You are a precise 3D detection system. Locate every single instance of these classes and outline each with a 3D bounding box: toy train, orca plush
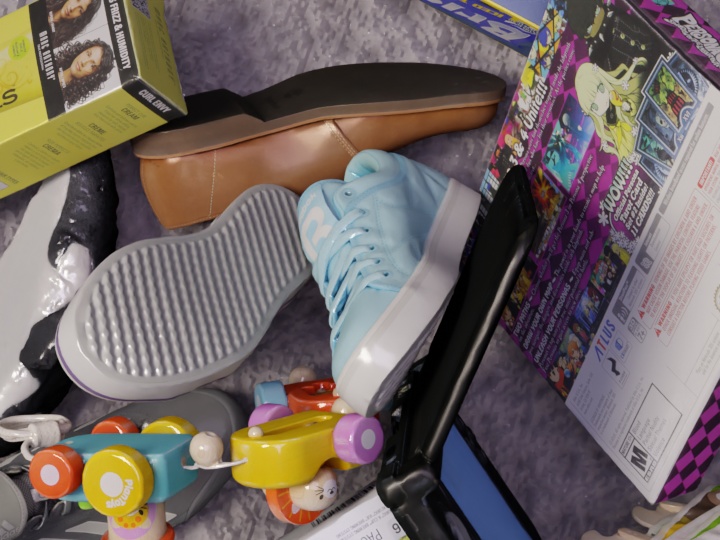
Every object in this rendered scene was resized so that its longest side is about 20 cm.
[{"bbox_3d":[-0.065,0.090,0.821,0.200,0.150,0.056,-8,97,-20],"label":"toy train"},{"bbox_3d":[-0.155,0.007,0.911,0.105,0.071,0.200,-9,67,42],"label":"orca plush"}]

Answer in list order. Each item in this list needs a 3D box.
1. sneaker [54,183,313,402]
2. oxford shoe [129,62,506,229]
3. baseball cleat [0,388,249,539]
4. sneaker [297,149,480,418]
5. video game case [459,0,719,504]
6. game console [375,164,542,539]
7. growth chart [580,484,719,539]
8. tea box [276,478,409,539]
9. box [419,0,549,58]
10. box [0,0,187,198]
[{"bbox_3d":[-0.097,0.034,0.832,0.114,0.200,0.073,-40,86,30],"label":"sneaker"},{"bbox_3d":[-0.019,-0.066,0.918,0.200,0.071,0.071,-12,112,-4],"label":"oxford shoe"},{"bbox_3d":[-0.147,0.113,0.862,0.200,0.106,0.070,-27,79,-6],"label":"baseball cleat"},{"bbox_3d":[0.000,0.000,0.814,0.082,0.200,0.074,27,114,-1],"label":"sneaker"},{"bbox_3d":[0.129,-0.022,0.815,0.036,0.200,0.181,-12,46,-32],"label":"video game case"},{"bbox_3d":[0.074,0.065,0.777,0.116,0.200,0.176,-33,96,9],"label":"game console"},{"bbox_3d":[0.201,0.129,0.829,0.200,0.145,0.018,-15,109,-40],"label":"growth chart"},{"bbox_3d":[-0.013,0.228,0.836,0.200,0.134,0.197,-32,85,-5],"label":"tea box"},{"bbox_3d":[0.039,-0.182,0.921,0.200,0.070,0.064,28,85,3],"label":"box"},{"bbox_3d":[-0.188,-0.078,0.873,0.200,0.050,0.075,-22,65,18],"label":"box"}]
